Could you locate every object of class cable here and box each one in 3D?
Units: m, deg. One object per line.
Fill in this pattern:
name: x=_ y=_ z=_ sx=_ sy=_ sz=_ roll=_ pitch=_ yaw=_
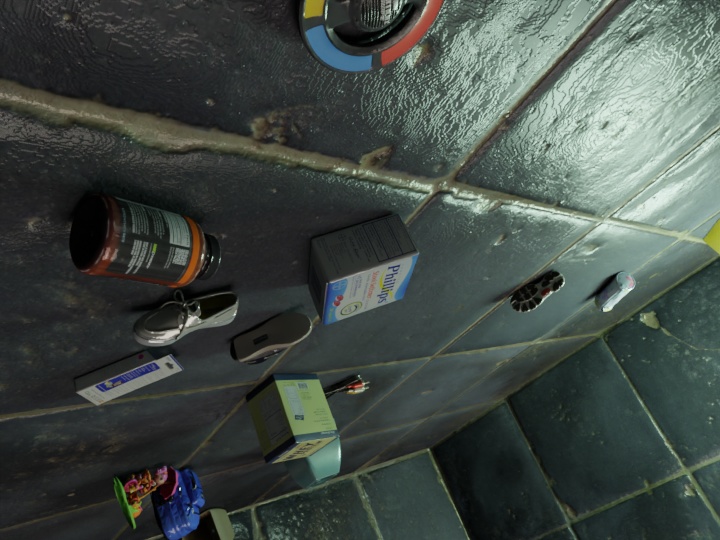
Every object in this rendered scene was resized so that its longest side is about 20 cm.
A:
cable: x=-0.062 y=0.405 z=1.866 sx=0.195 sy=0.051 sz=0.098 roll=-16 pitch=151 yaw=-23

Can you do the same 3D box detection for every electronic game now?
electronic game: x=0.018 y=-0.316 z=0.644 sx=0.195 sy=0.042 sz=0.202 roll=-21 pitch=153 yaw=-11

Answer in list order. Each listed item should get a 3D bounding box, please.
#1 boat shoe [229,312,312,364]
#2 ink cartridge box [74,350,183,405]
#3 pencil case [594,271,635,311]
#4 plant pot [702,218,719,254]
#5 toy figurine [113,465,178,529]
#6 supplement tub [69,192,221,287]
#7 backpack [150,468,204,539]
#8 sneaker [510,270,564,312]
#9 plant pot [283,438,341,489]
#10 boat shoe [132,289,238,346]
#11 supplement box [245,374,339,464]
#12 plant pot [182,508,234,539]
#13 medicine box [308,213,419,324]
boat shoe: x=-0.199 y=0.160 z=1.286 sx=0.195 sy=0.076 sz=0.093 roll=-19 pitch=161 yaw=1
ink cartridge box: x=-0.480 y=0.218 z=1.159 sx=0.195 sy=0.038 sz=0.095 roll=-20 pitch=152 yaw=-9
pencil case: x=1.049 y=0.090 z=2.288 sx=0.090 sy=0.083 sz=0.202 roll=-38 pitch=160 yaw=-28
plant pot: x=1.564 y=-0.139 z=2.245 sx=0.196 sy=0.179 sz=0.201 roll=-26 pitch=154 yaw=2
toy figurine: x=-0.674 y=0.686 z=1.767 sx=0.181 sy=0.149 sz=0.205 roll=-24 pitch=133 yaw=-35
supplement tub: x=-0.297 y=-0.034 z=0.789 sx=0.106 sy=0.109 sz=0.198 roll=-38 pitch=152 yaw=24
backpack: x=-0.621 y=0.799 z=1.890 sx=0.164 sy=0.203 sz=0.164 roll=-22 pitch=153 yaw=-8
sneaker: x=0.600 y=0.081 z=1.868 sx=0.197 sy=0.082 sz=0.084 roll=-29 pitch=160 yaw=3
plant pot: x=-0.183 y=0.735 z=2.183 sx=0.192 sy=0.203 sz=0.197 roll=-4 pitch=146 yaw=-38
boat shoe: x=-0.312 y=0.076 z=1.012 sx=0.198 sy=0.076 sz=0.087 roll=-11 pitch=151 yaw=-34
supplement box: x=-0.196 y=0.425 z=1.606 sx=0.133 sy=0.203 sz=0.198 roll=-38 pitch=152 yaw=26
plant pot: x=-0.727 y=1.280 z=2.690 sx=0.197 sy=0.204 sz=0.177 roll=-31 pitch=165 yaw=11
medicine box: x=0.000 y=0.000 z=1.131 sx=0.195 sy=0.105 sz=0.184 roll=-17 pitch=153 yaw=-17
